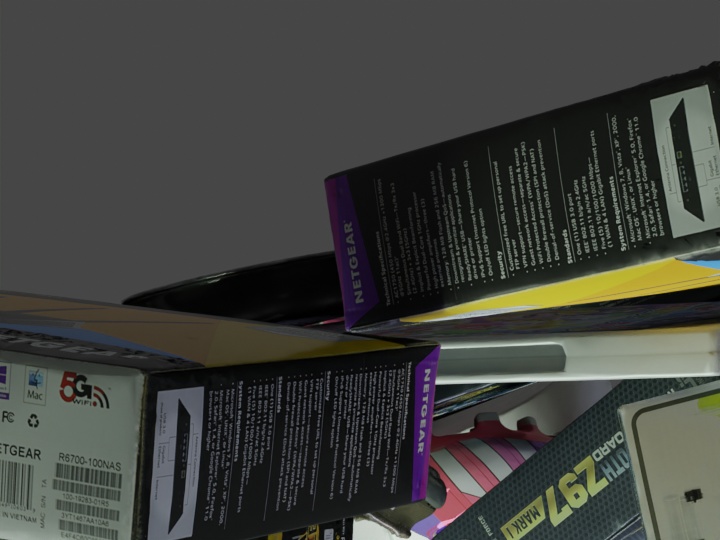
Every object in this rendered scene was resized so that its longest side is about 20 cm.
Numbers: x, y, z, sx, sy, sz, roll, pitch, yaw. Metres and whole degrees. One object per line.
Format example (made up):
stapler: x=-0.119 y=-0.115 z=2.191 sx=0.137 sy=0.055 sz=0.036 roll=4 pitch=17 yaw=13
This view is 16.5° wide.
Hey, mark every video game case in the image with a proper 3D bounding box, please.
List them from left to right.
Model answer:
video game case: x=0.056 y=0.026 z=0.886 sx=0.199 sy=0.018 sz=0.143 roll=-3 pitch=-178 yaw=27

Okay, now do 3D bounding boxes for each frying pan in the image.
frying pan: x=-0.001 y=0.001 z=0.979 sx=0.188 sy=0.031 sz=0.115 roll=-11 pitch=176 yaw=2

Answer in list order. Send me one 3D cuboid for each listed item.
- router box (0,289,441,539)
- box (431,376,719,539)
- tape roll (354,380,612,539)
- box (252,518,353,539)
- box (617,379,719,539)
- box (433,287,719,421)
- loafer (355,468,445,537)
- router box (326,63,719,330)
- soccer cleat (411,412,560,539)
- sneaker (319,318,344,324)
router box: x=-0.099 y=0.035 z=0.691 sx=0.199 sy=0.052 sz=0.149 roll=6 pitch=-176 yaw=29
box: x=0.139 y=0.068 z=1.049 sx=0.158 sy=0.051 sz=0.200 roll=-42 pitch=166 yaw=31
tape roll: x=0.035 y=0.088 z=1.283 sx=0.201 sy=0.071 sz=0.203 roll=-17 pitch=-164 yaw=5
box: x=-0.088 y=0.116 z=0.975 sx=0.199 sy=0.161 sz=0.049 roll=5 pitch=-174 yaw=44
box: x=0.172 y=0.076 z=0.867 sx=0.116 sy=0.061 sz=0.200 roll=-16 pitch=164 yaw=18
box: x=0.096 y=0.015 z=1.077 sx=0.199 sy=0.046 sz=0.159 roll=-20 pitch=174 yaw=-4
loafer: x=-0.052 y=0.087 z=1.043 sx=0.199 sy=0.070 sz=0.075 roll=9 pitch=161 yaw=39
router box: x=0.111 y=-0.024 z=0.755 sx=0.149 sy=0.051 sz=0.199 roll=-13 pitch=174 yaw=43
soccer cleat: x=0.073 y=0.109 z=1.140 sx=0.199 sy=0.077 sz=0.066 roll=3 pitch=162 yaw=-46
sneaker: x=-0.066 y=0.065 z=1.207 sx=0.198 sy=0.074 sz=0.087 roll=-10 pitch=178 yaw=-7
